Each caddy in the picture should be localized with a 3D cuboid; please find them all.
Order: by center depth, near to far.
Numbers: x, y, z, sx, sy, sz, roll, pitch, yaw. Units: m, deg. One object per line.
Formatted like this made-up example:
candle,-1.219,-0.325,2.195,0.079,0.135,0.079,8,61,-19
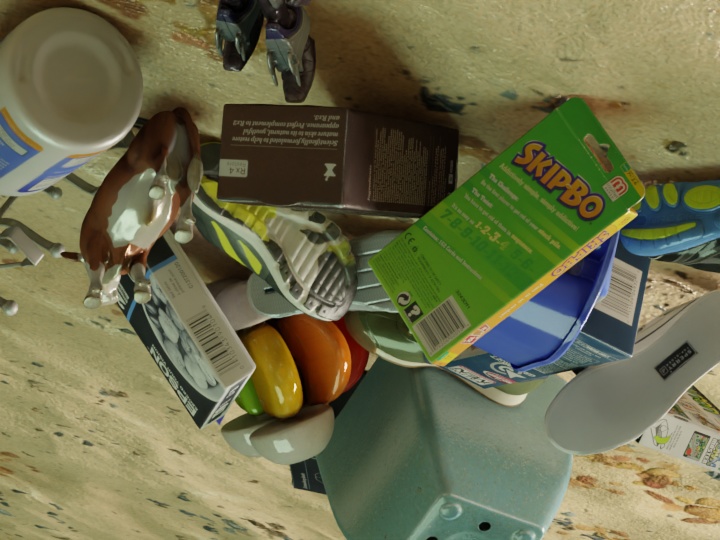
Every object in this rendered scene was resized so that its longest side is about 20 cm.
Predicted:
caddy,0.138,0.001,1.512,0.105,0.142,0.200,23,168,-9

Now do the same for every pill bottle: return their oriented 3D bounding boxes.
pill bottle,-0.254,-0.120,1.503,0.112,0.112,0.200,24,158,-25

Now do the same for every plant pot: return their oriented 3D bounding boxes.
plant pot,0.090,0.205,1.894,0.196,0.200,0.196,22,120,-20

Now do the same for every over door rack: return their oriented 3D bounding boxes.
over door rack,-0.266,-0.040,1.655,0.067,0.148,0.200,42,152,-15

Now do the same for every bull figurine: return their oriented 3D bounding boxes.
bull figurine,-0.183,-0.037,1.576,0.065,0.121,0.200,15,123,-23

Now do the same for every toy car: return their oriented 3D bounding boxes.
toy car,-0.070,0.082,1.877,0.150,0.175,0.200,-23,-173,-20

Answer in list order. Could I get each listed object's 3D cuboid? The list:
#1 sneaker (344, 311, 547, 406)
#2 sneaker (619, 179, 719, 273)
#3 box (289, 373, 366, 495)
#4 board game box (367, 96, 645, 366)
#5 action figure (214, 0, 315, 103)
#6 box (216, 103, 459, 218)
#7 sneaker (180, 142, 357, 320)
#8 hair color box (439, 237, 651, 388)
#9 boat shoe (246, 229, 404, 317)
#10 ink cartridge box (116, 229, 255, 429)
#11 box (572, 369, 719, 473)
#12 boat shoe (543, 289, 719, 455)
sneaker,0.092,0.058,1.823,0.200,0.067,0.090,24,145,-17
sneaker,0.291,-0.034,1.452,0.199,0.071,0.083,-1,169,37
box,0.029,0.189,2.129,0.200,0.107,0.148,11,160,5
board game box,0.106,-0.028,1.407,0.200,0.096,0.030,-40,156,19
action figure,-0.076,-0.192,1.267,0.130,0.069,0.200,13,157,17
box,-0.012,-0.077,1.417,0.100,0.075,0.200,4,-177,25
sneaker,-0.082,-0.035,1.661,0.200,0.074,0.085,47,160,-21
hair color box,0.151,0.032,1.652,0.060,0.100,0.200,26,156,-27
boat shoe,0.000,0.000,1.723,0.200,0.072,0.071,-4,-172,16
ink cartridge box,-0.179,0.046,1.807,0.198,0.043,0.200,56,159,9
box,0.268,0.121,1.757,0.110,0.035,0.200,21,-169,-16
boat shoe,0.239,0.087,1.643,0.074,0.200,0.065,59,178,-2
